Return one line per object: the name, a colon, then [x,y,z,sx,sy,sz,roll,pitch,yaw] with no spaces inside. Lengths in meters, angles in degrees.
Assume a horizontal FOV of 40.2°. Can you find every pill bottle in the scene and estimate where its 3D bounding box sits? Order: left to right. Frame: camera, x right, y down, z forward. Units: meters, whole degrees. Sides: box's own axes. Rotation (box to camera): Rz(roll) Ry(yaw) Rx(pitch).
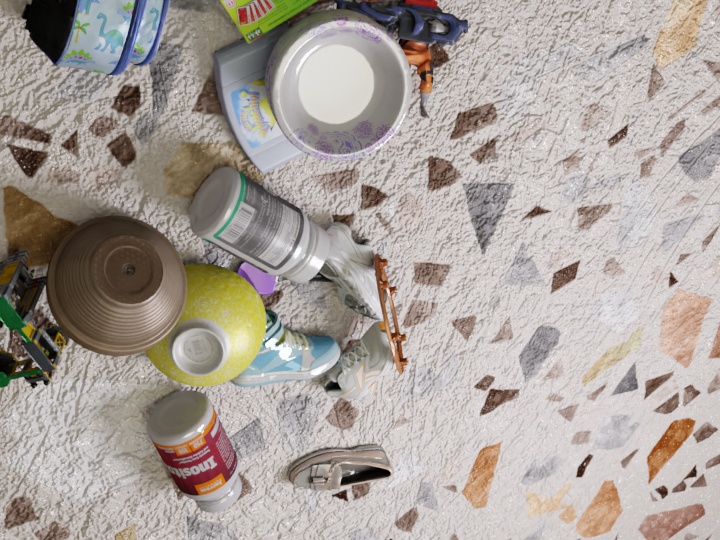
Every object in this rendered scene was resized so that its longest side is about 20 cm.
pill bottle: [-0.268,0.305,1.636,0.112,0.113,0.201,-27,126,-11]
pill bottle: [-0.149,-0.063,1.485,0.199,0.113,0.113,31,101,-37]

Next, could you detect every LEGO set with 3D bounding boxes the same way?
LEGO set: [-0.498,0.061,1.401,0.153,0.116,0.201,-19,127,20]

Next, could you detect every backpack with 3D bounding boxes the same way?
backpack: [-0.312,-0.331,1.190,0.146,0.200,0.184,7,113,-30]

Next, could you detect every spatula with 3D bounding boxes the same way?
spatula: [-0.107,0.010,1.604,0.198,0.021,0.057,-2,109,-33]

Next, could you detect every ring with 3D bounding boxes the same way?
ring: [0.053,0.070,1.619,0.019,0.201,0.202,-13,126,6]

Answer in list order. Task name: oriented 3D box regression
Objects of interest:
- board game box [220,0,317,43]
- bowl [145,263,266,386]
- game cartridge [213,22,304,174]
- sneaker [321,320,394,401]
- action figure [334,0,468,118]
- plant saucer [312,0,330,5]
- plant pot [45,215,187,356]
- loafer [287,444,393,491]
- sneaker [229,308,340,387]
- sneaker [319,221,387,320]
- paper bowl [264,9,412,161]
board game box: [-0.094,-0.401,1.306,0.199,0.048,0.102,-29,133,8]
bowl: [-0.242,0.100,1.495,0.198,0.108,0.202,-2,111,-5]
game cartridge: [-0.135,-0.244,1.438,0.132,0.041,0.201,-26,126,-8]
sneaker: [-0.007,0.161,1.684,0.091,0.076,0.201,0,138,-25]
action figure: [0.051,-0.345,1.463,0.198,0.105,0.195,17,105,-2]
plant saucer: [-0.063,-0.447,1.331,0.198,0.032,0.202,-9,131,-11]
plant pot: [-0.332,0.012,1.377,0.199,0.093,0.203,8,72,-24]
loafer: [-0.033,0.372,1.829,0.198,0.063,0.073,-8,121,-24]
sneaker: [-0.124,0.113,1.623,0.198,0.080,0.132,-12,124,-22]
sneaker: [0.000,0.000,1.618,0.100,0.077,0.200,-55,132,-23]
paper bowl: [-0.035,-0.264,1.380,0.198,0.105,0.202,-6,118,-11]
